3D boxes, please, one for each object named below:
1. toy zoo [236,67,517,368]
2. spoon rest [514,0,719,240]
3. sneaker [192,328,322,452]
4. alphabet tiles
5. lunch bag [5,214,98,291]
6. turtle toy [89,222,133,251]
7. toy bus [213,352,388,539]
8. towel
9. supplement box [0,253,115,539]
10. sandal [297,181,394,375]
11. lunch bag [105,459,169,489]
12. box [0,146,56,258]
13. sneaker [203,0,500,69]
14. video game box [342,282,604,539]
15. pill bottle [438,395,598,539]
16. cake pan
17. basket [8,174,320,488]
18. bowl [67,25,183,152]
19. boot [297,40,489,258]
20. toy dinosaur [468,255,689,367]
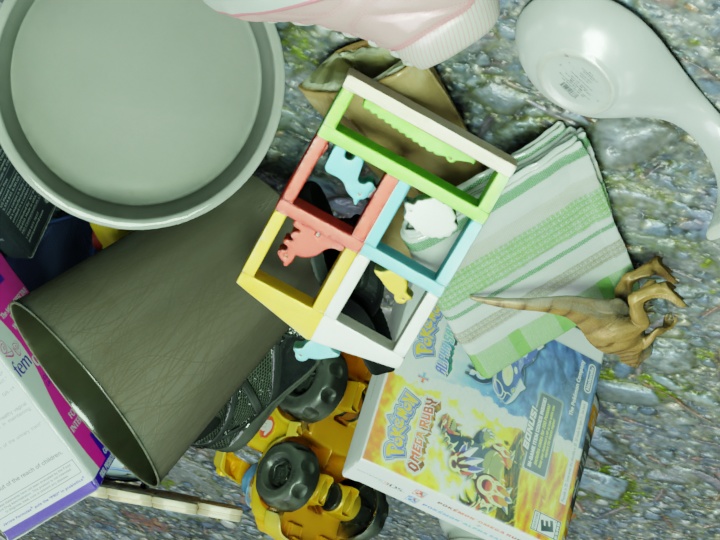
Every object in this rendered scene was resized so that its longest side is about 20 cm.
[{"bbox_3d":[0.003,-0.020,1.164,0.131,0.020,0.201,28,110,-6],"label":"toy zoo"},{"bbox_3d":[0.182,-0.108,1.109,0.200,0.061,0.099,43,145,-13],"label":"spoon rest"},{"bbox_3d":[-0.098,0.073,1.445,0.076,0.200,0.114,47,-163,24],"label":"sneaker"},{"bbox_3d":[-0.205,0.203,1.539,0.198,0.015,0.196,11,174,-4],"label":"alphabet tiles"},{"bbox_3d":[-0.231,0.034,1.507,0.132,0.137,0.199,24,160,-39],"label":"lunch bag"},{"bbox_3d":[-0.168,-0.003,1.376,0.146,0.200,0.101,60,158,-17],"label":"turtle toy"},{"bbox_3d":[-0.069,0.154,1.562,0.191,0.201,0.135,2,159,39],"label":"toy bus"},{"bbox_3d":[0.120,-0.011,1.253,0.148,0.031,0.200,-29,141,1],"label":"towel"},{"bbox_3d":[-0.290,0.096,1.370,0.103,0.101,0.201,-31,104,20],"label":"supplement box"},{"bbox_3d":[0.000,0.000,1.258,0.048,0.076,0.201,-16,140,10],"label":"sandal"},{"bbox_3d":[-0.264,0.147,1.535,0.198,0.076,0.160,13,167,-15],"label":"lunch bag"},{"bbox_3d":[-0.348,-0.110,1.365,0.147,0.108,0.200,5,149,25],"label":"box"},{"bbox_3d":[-0.003,-0.169,1.080,0.199,0.076,0.105,-5,139,30],"label":"sneaker"},{"bbox_3d":[0.096,0.109,1.377,0.181,0.201,0.047,24,148,-10],"label":"video game box"},{"bbox_3d":[0.133,0.188,1.489,0.115,0.201,0.117,14,152,8],"label":"pill bottle"},{"bbox_3d":[-0.151,-0.129,1.147,0.199,0.201,0.037,25,-177,-10],"label":"cake pan"},{"bbox_3d":[-0.132,0.029,1.269,0.136,0.200,0.181,19,146,54],"label":"basket"},{"bbox_3d":[-0.174,-0.119,1.245,0.199,0.106,0.201,16,151,9],"label":"bowl"},{"bbox_3d":[0.016,-0.080,1.244,0.174,0.067,0.200,-15,139,28],"label":"boot"},{"bbox_3d":[0.186,0.036,1.272,0.106,0.061,0.199,-42,139,19],"label":"toy dinosaur"}]
